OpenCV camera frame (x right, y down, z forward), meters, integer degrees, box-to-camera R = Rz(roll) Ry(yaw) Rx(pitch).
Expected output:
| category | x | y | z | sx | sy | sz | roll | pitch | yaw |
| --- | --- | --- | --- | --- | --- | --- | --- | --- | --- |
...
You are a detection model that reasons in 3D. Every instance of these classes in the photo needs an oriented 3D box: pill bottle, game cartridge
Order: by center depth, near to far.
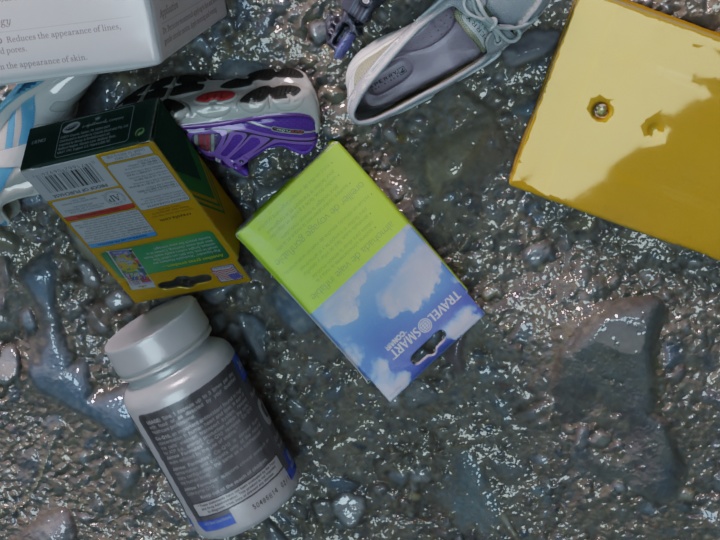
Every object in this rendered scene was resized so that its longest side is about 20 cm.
| category | x | y | z | sx | sy | sz | roll | pitch | yaw |
| --- | --- | --- | --- | --- | --- | --- | --- | --- | --- |
| game cartridge | 0.244 | -0.120 | 1.135 | 0.198 | 0.032 | 0.178 | 20 | 112 | 0 |
| pill bottle | -0.147 | 0.133 | 1.253 | 0.113 | 0.114 | 0.202 | -22 | 106 | 17 |

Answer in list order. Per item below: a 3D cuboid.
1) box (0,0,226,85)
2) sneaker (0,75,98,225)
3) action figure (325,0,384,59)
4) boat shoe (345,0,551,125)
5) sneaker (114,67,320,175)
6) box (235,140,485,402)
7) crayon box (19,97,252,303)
| category | x | y | z | sx | sy | sz | roll | pitch | yaw |
| --- | --- | --- | --- | --- | --- | --- | --- | --- | --- |
| box | -0.231 | -0.235 | 1.082 | 0.197 | 0.199 | 0.132 | -5 | 109 | 12 |
| sneaker | -0.285 | -0.122 | 1.209 | 0.081 | 0.077 | 0.200 | 42 | 118 | -16 |
| action figure | -0.011 | -0.265 | 1.087 | 0.192 | 0.105 | 0.202 | 29 | 112 | 8 |
| boat shoe | 0.072 | -0.186 | 1.112 | 0.201 | 0.065 | 0.075 | -28 | 118 | 20 |
| sneaker | -0.131 | -0.118 | 1.179 | 0.197 | 0.081 | 0.084 | -1 | 123 | 14 |
| box | 0.000 | 0.000 | 1.195 | 0.122 | 0.048 | 0.200 | -42 | 99 | 1 |
| crayon box | -0.186 | -0.056 | 1.183 | 0.124 | 0.052 | 0.201 | -10 | 142 | 18 |
